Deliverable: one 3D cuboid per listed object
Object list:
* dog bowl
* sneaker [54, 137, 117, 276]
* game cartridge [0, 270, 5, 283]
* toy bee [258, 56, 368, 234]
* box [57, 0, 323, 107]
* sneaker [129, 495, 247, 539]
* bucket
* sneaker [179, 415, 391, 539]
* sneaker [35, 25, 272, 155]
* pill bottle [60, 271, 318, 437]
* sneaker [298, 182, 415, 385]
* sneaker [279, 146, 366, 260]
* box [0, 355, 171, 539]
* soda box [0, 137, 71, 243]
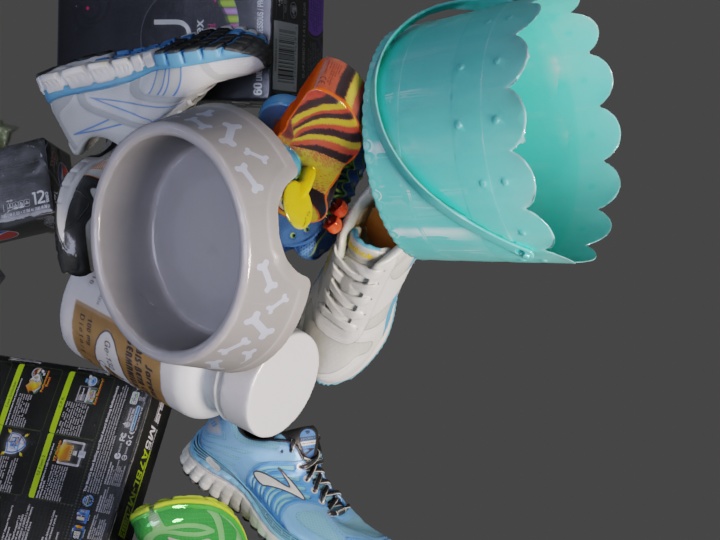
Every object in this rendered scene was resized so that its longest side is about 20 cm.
[{"bbox_3d":[-0.124,-0.022,1.314,0.199,0.058,0.202,5,98,42],"label":"dog bowl"},{"bbox_3d":[-0.185,-0.064,1.445,0.079,0.201,0.074,11,129,13],"label":"sneaker"},{"bbox_3d":[-0.425,-0.019,1.622,0.130,0.038,0.200,-47,74,12],"label":"game cartridge"},{"bbox_3d":[-0.039,-0.083,1.356,0.108,0.200,0.132,34,71,-19],"label":"toy bee"},{"bbox_3d":[-0.139,-0.196,1.461,0.198,0.106,0.124,2,92,23],"label":"box"},{"bbox_3d":[-0.115,0.251,1.415,0.074,0.201,0.084,-22,39,13],"label":"sneaker"},{"bbox_3d":[0.098,-0.101,1.319,0.134,0.207,0.209,-5,88,27],"label":"bucket"},{"bbox_3d":[-0.053,0.172,1.446,0.199,0.078,0.090,33,99,19],"label":"sneaker"},{"bbox_3d":[-0.152,-0.134,1.385,0.198,0.075,0.087,-9,105,26],"label":"sneaker"},{"bbox_3d":[-0.137,0.054,1.443,0.199,0.114,0.115,25,100,30],"label":"pill bottle"},{"bbox_3d":[0.000,0.000,1.419,0.076,0.081,0.201,30,103,18],"label":"sneaker"},{"bbox_3d":[-0.022,-0.072,1.434,0.199,0.076,0.106,-26,81,28],"label":"sneaker"},{"bbox_3d":[-0.275,0.177,1.513,0.191,0.048,0.202,5,67,24],"label":"box"},{"bbox_3d":[-0.349,-0.056,1.548,0.198,0.063,0.071,-12,77,10],"label":"soda box"}]
